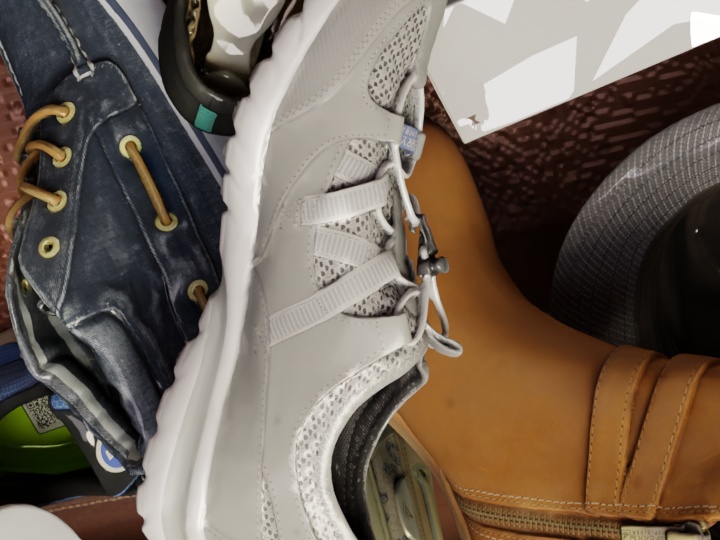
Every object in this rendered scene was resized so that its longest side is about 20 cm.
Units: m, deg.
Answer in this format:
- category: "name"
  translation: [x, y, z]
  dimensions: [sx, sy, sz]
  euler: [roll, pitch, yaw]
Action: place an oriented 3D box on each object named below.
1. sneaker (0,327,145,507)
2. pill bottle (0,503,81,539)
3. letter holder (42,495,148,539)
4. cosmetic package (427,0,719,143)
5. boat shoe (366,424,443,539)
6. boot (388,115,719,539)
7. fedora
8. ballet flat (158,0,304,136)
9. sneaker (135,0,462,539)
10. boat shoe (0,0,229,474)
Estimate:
- category: "sneaker"
  translation: [-0.069, 0.044, 0.803]
  dimensions: [0.199, 0.089, 0.079]
  euler: [-26, 113, 18]
- category: "pill bottle"
  translation: [-0.193, 0.147, 0.802]
  dimensions: [0.199, 0.112, 0.113]
  euler: [-18, 115, 30]
- category: "letter holder"
  translation: [-0.121, 0.177, 0.879]
  dimensions: [0.199, 0.101, 0.143]
  euler: [-14, 114, 15]
- category: "cosmetic package"
  translation: [0.115, -0.113, 0.693]
  dimensions: [0.199, 0.083, 0.051]
  euler: [-22, 114, 18]
- category: "boat shoe"
  translation: [0.018, 0.146, 0.806]
  dimensions: [0.073, 0.062, 0.201]
  euler: [-22, 79, 51]
- category: "boot"
  translation: [0.065, 0.038, 0.676]
  dimensions: [0.155, 0.076, 0.201]
  euler: [-10, 83, 48]
- category: "fedora"
  translation: [0.171, 0.002, 0.743]
  dimensions: [0.199, 0.090, 0.178]
  euler: [-8, 116, 20]
- category: "ballet flat"
  translation: [-0.014, -0.136, 0.669]
  dimensions: [0.068, 0.068, 0.201]
  euler: [15, 98, -1]
- category: "sneaker"
  translation: [0.000, 0.000, 0.661]
  dimensions: [0.082, 0.075, 0.201]
  euler: [18, 98, 19]
- category: "boat shoe"
  translation: [-0.092, -0.032, 0.724]
  dimensions: [0.201, 0.091, 0.071]
  euler: [54, 150, 7]
